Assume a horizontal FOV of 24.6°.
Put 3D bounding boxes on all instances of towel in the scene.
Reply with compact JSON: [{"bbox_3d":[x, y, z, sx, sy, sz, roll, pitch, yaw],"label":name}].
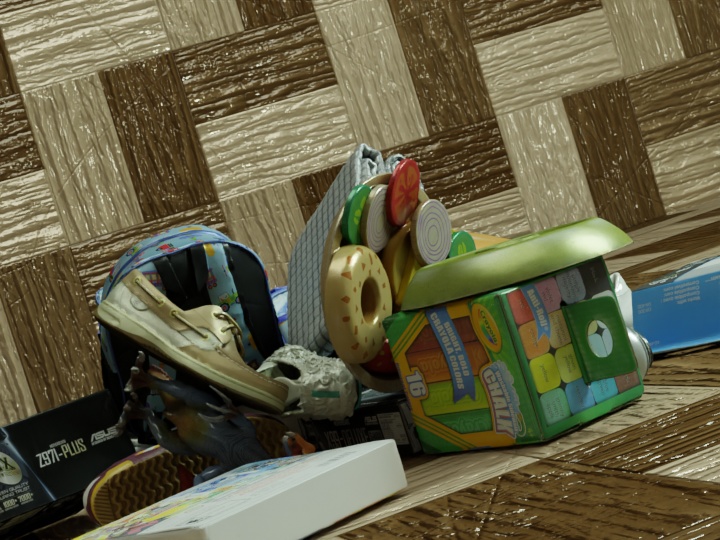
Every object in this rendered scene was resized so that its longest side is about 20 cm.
[{"bbox_3d":[0.000,0.000,1.623,0.085,0.200,0.166,19,-49,-21],"label":"towel"}]

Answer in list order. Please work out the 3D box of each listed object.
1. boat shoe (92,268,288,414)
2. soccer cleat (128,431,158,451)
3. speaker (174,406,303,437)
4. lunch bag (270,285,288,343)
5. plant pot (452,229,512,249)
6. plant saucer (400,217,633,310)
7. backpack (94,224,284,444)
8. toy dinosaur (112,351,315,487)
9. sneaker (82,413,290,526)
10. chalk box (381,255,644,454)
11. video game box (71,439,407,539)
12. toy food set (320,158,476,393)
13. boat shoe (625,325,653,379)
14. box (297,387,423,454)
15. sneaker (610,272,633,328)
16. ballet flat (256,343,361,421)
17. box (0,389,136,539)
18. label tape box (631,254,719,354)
[{"bbox_3d":[-0.142,0.059,1.451,0.066,0.200,0.074,-59,-18,-10],"label":"boat shoe"},{"bbox_3d":[-0.202,0.199,1.667,0.200,0.073,0.068,6,17,37],"label":"soccer cleat"},{"bbox_3d":[-0.094,0.152,1.691,0.200,0.081,0.081,-16,2,26],"label":"speaker"},{"bbox_3d":[-0.028,0.079,1.887,0.200,0.161,0.082,-18,-13,-39],"label":"lunch bag"},{"bbox_3d":[0.111,0.039,1.774,0.183,0.200,0.200,-2,2,-1],"label":"plant pot"},{"bbox_3d":[0.125,-0.009,1.370,0.200,0.031,0.200,-17,1,0],"label":"plant saucer"},{"bbox_3d":[-0.174,0.043,1.606,0.182,0.200,0.135,-19,37,-13],"label":"backpack"},{"bbox_3d":[-0.118,0.131,1.441,0.181,0.105,0.200,20,24,1],"label":"toy dinosaur"},{"bbox_3d":[-0.163,0.181,1.536,0.200,0.075,0.090,-17,7,-19],"label":"sneaker"},{"bbox_3d":[0.136,0.068,1.338,0.124,0.125,0.200,-18,1,-36],"label":"chalk box"},{"bbox_3d":[-0.096,0.185,1.240,0.200,0.047,0.182,-19,4,-44],"label":"video game box"},{"bbox_3d":[0.031,0.007,1.442,0.049,0.198,0.200,0,-27,35],"label":"toy food set"},{"bbox_3d":[0.212,0.071,1.440,0.057,0.069,0.200,-17,0,-15],"label":"boat shoe"},{"bbox_3d":[0.056,0.125,1.526,0.158,0.050,0.200,-19,2,-29],"label":"box"},{"bbox_3d":[0.199,0.057,1.637,0.200,0.089,0.075,-19,4,-40],"label":"sneaker"},{"bbox_3d":[-0.065,0.103,1.506,0.072,0.072,0.200,-18,4,-23],"label":"ballet flat"},{"bbox_3d":[-0.332,0.205,1.616,0.164,0.086,0.200,-19,-10,-33],"label":"box"},{"bbox_3d":[0.345,0.025,1.592,0.143,0.066,0.200,-16,1,40],"label":"label tape box"}]
